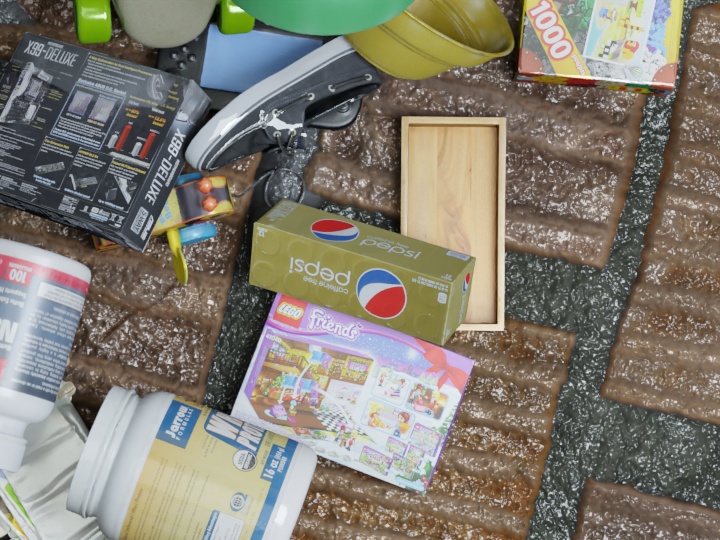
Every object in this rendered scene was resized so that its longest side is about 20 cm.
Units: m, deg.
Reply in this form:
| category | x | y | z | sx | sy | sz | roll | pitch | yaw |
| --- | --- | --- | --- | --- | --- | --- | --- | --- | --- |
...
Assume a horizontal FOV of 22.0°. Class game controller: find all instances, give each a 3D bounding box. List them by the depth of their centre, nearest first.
| category | x | y | z | sx | sy | sz | roll | pitch | yaw |
| --- | --- | --- | --- | --- | --- | --- | --- | --- | --- |
| game controller | -0.094 | -0.194 | 1.755 | 0.199 | 0.042 | 0.105 | 8 | 88 | 1 |

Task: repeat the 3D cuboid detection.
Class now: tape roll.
| category | x | y | z | sx | sy | sz | roll | pitch | yaw |
| --- | --- | --- | --- | --- | --- | --- | --- | --- | --- |
| tape roll | -0.034 | -0.293 | 1.594 | 0.200 | 0.048 | 0.201 | 2 | 54 | -3 |

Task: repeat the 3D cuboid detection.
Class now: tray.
| category | x | y | z | sx | sy | sz | roll | pitch | yaw |
| --- | --- | --- | --- | --- | --- | --- | --- | --- | --- |
| tray | 0.087 | -0.044 | 1.750 | 0.098 | 0.037 | 0.201 | 1 | 89 | 1 |

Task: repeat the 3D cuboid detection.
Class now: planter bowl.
| category | x | y | z | sx | sy | sz | roll | pitch | yaw |
| --- | --- | --- | --- | --- | --- | --- | --- | --- | --- |
| planter bowl | 0.038 | -0.236 | 1.703 | 0.200 | 0.200 | 0.084 | 41 | 116 | 2 |

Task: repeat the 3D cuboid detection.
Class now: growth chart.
| category | x | y | z | sx | sy | sz | roll | pitch | yaw |
| --- | --- | --- | --- | --- | --- | --- | --- | --- | --- |
| growth chart | -0.302 | 0.199 | 1.758 | 0.144 | 0.018 | 0.200 | -26 | 88 | 1 |

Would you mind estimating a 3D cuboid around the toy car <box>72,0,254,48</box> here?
| category | x | y | z | sx | sy | sz | roll | pitch | yaw |
| --- | --- | --- | --- | --- | --- | --- | --- | --- | --- |
| toy car | -0.191 | -0.323 | 1.716 | 0.164 | 0.158 | 0.200 | -5 | 56 | -13 |

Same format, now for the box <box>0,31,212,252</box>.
| category | x | y | z | sx | sy | sz | roll | pitch | yaw |
| --- | --- | --- | --- | --- | --- | --- | --- | --- | --- |
| box | -0.257 | -0.121 | 1.702 | 0.200 | 0.050 | 0.158 | 17 | 76 | 25 |

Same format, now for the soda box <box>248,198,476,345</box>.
| category | x | y | z | sx | sy | sz | roll | pitch | yaw |
| --- | --- | --- | --- | --- | --- | --- | --- | --- | --- |
| soda box | 0.000 | 0.000 | 1.700 | 0.199 | 0.064 | 0.068 | 18 | 120 | 18 |

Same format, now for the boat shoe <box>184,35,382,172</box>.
| category | x | y | z | sx | sy | sz | roll | pitch | yaw |
| --- | --- | --- | --- | --- | --- | --- | --- | --- | --- |
| boat shoe | -0.065 | -0.139 | 1.691 | 0.200 | 0.070 | 0.066 | -34 | 76 | -21 |

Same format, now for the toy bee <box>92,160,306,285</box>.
| category | x | y | z | sx | sy | sz | roll | pitch | yaw |
| --- | --- | --- | --- | --- | --- | --- | --- | --- | --- |
| toy bee | -0.163 | -0.068 | 1.720 | 0.200 | 0.109 | 0.131 | -36 | 86 | 0 |

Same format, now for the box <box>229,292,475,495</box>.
| category | x | y | z | sx | sy | sz | roll | pitch | yaw |
| --- | --- | --- | --- | --- | --- | --- | --- | --- | --- |
| box | -0.008 | 0.113 | 1.744 | 0.199 | 0.039 | 0.137 | 21 | 89 | 2 |

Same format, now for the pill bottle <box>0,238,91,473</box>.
| category | x | y | z | sx | sy | sz | roll | pitch | yaw |
| --- | --- | --- | --- | --- | --- | --- | --- | --- | --- |
| pill bottle | -0.330 | 0.078 | 1.702 | 0.119 | 0.120 | 0.201 | 14 | 82 | 2 |

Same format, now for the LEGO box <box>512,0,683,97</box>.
| category | x | y | z | sx | sy | sz | roll | pitch | yaw |
| --- | --- | --- | --- | --- | --- | --- | --- | --- | --- |
| LEGO box | 0.227 | -0.272 | 1.733 | 0.148 | 0.077 | 0.201 | 5 | 88 | 2 |

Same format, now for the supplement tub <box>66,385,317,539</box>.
| category | x | y | z | sx | sy | sz | roll | pitch | yaw |
| --- | --- | --- | --- | --- | --- | --- | --- | --- | --- |
| supplement tub | -0.154 | 0.197 | 1.689 | 0.199 | 0.145 | 0.145 | 21 | 89 | -1 |
